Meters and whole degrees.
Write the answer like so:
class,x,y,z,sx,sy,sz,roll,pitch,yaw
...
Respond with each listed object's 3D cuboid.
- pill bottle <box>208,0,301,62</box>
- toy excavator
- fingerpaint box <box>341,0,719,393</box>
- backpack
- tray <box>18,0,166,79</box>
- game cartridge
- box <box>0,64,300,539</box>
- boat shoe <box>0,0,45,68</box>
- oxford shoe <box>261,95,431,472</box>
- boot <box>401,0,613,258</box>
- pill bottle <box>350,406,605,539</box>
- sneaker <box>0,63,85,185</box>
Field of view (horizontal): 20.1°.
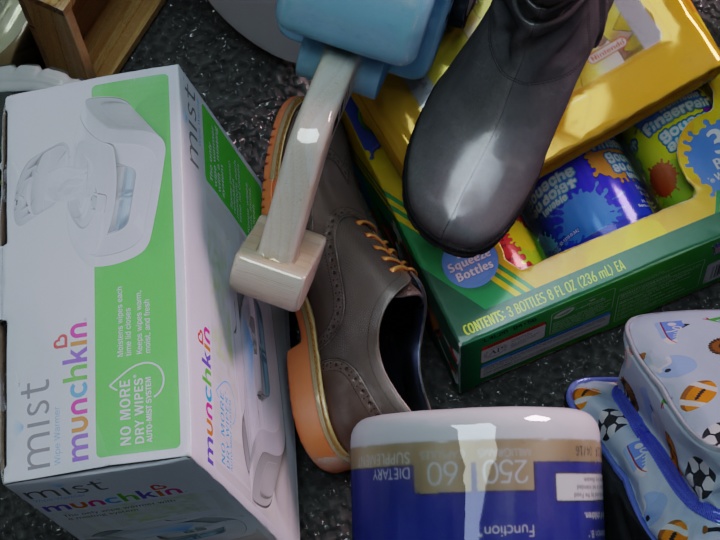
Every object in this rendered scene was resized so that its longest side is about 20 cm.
class,x,y,z,sx,sy,sz,roll,pitch,yaw
pill bottle,-0.001,-0.218,1.145,0.112,0.112,0.200,31,71,15
toy excavator,-0.009,-0.107,0.965,0.100,0.195,0.200,20,46,3
fingerpaint box,0.108,-0.054,1.086,0.200,0.073,0.167,-22,67,-7
backpack,0.202,0.103,0.957,0.190,0.154,0.200,2,30,-15
tray,-0.120,-0.204,1.151,0.037,0.099,0.200,25,70,15
game cartridge,0.064,-0.145,1.053,0.176,0.032,0.200,-30,80,-10
box,-0.103,0.031,0.997,0.096,0.177,0.200,-9,64,11
boat shoe,-0.175,-0.201,1.171,0.065,0.072,0.200,26,75,12
oxford shoe,0.000,0.000,1.053,0.073,0.071,0.200,-17,76,30
boot,0.079,-0.112,0.962,0.070,0.132,0.200,22,75,2
pill bottle,0.055,0.164,0.914,0.115,0.116,0.200,-2,82,2
sneaker,-0.206,-0.067,1.117,0.200,0.074,0.085,13,73,18
